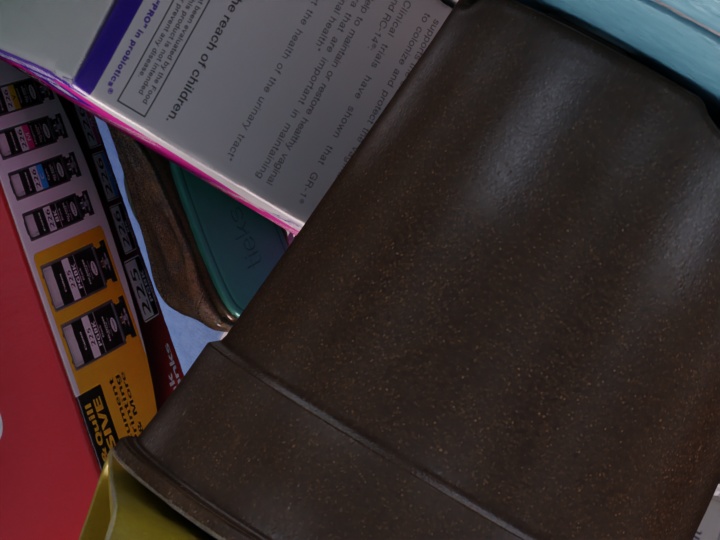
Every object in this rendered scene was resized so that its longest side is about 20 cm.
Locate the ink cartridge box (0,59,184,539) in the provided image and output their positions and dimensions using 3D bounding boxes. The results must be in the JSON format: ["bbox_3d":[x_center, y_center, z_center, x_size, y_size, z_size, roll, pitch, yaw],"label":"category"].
[{"bbox_3d":[-0.144,0.017,1.151,0.176,0.083,0.201,-36,-73,-74],"label":"ink cartridge box"}]

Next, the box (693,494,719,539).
[{"bbox_3d":[0.143,0.146,1.196,0.199,0.106,0.184,13,174,31],"label":"box"}]

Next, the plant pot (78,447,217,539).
[{"bbox_3d":[-0.035,0.191,1.010,0.175,0.201,0.200,18,-179,-6],"label":"plant pot"}]

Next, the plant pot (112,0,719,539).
[{"bbox_3d":[0.050,0.026,1.000,0.199,0.199,0.200,30,179,1],"label":"plant pot"}]

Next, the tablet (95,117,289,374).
[{"bbox_3d":[-0.097,-0.023,1.257,0.130,0.201,0.014,34,-154,10],"label":"tablet"}]

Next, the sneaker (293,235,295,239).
[{"bbox_3d":[0.000,0.000,1.262,0.089,0.201,0.079,32,-179,-2],"label":"sneaker"}]

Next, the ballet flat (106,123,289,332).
[{"bbox_3d":[-0.083,-0.069,1.194,0.068,0.201,0.067,-20,-167,-31],"label":"ballet flat"}]

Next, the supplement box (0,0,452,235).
[{"bbox_3d":[-0.029,-0.076,1.120,0.199,0.104,0.101,29,178,-31],"label":"supplement box"}]

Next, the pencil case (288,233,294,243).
[{"bbox_3d":[-0.011,-0.006,1.393,0.200,0.086,0.083,40,-144,-75],"label":"pencil case"}]
